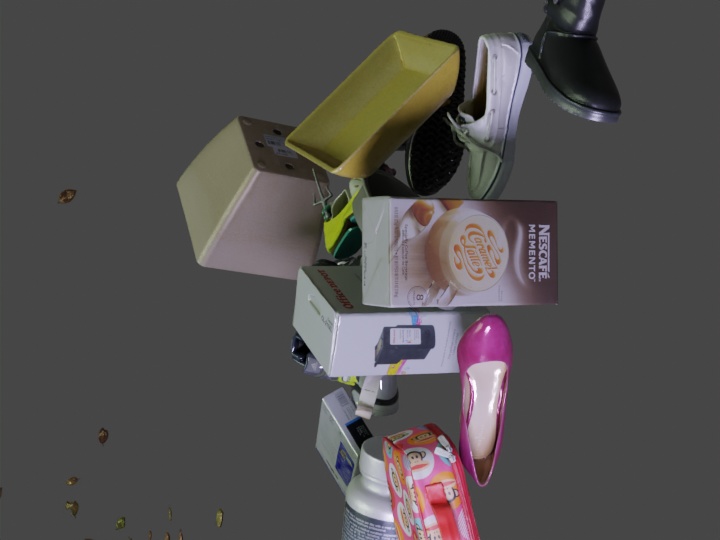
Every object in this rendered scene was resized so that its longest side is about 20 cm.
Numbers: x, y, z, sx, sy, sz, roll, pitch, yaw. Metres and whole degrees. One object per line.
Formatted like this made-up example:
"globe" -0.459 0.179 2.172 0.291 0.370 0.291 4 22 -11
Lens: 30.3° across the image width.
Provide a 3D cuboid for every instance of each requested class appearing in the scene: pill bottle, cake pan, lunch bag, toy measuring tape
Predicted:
"pill bottle" 0.035 0.323 1.708 0.120 0.118 0.203 -140 53 -63
"cake pan" 0.064 -0.032 1.535 0.037 0.199 0.201 -43 42 19
"lunch bag" 0.088 0.288 1.556 0.176 0.081 0.202 -159 55 -79
"toy measuring tape" 0.033 0.091 1.729 0.073 0.073 0.202 -15 54 68

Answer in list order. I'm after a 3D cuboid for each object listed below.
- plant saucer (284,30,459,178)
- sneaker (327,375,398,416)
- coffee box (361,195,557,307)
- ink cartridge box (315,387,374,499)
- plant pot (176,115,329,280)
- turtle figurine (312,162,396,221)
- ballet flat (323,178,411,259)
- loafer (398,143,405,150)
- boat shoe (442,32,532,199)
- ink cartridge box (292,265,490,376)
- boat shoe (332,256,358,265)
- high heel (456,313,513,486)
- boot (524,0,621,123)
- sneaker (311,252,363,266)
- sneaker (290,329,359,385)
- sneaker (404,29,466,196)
"plant saucer" 0.021 -0.186 1.546 0.200 0.048 0.200 -46 25 -3
"sneaker" 0.002 0.110 1.855 0.200 0.074 0.116 43 129 55
"coffee box" 0.106 -0.020 1.409 0.080 0.198 0.116 -178 87 -67
"ink cartridge box" -0.021 0.248 1.883 0.100 0.039 0.201 56 161 19
"plant pot" -0.155 -0.126 2.111 0.178 0.198 0.201 -59 36 35
"turtle figurine" 0.004 -0.113 1.807 0.201 0.100 0.151 54 157 32
"ballet flat" 0.000 -0.081 1.701 0.200 0.066 0.068 -45 58 57
"loafer" 0.017 -0.208 1.816 0.200 0.071 0.064 -140 57 -66
"boat shoe" 0.132 -0.169 1.495 0.075 0.085 0.204 -123 38 -54
"ink cartridge box" 0.033 0.057 1.596 0.146 0.198 0.084 -131 45 -58
"boat shoe" -0.009 0.016 1.870 0.200 0.074 0.094 134 124 -61
"high heel" 0.140 0.146 1.493 0.096 0.066 0.202 -100 16 -48
"boot" 0.229 -0.266 1.288 0.165 0.065 0.202 -123 42 -51
"sneaker" 0.000 0.000 1.715 0.076 0.200 0.114 50 172 -31
"sneaker" -0.058 0.090 1.791 0.200 0.080 0.075 -131 49 -66
"sneaker" 0.086 -0.193 1.647 0.090 0.069 0.203 -166 81 -73
